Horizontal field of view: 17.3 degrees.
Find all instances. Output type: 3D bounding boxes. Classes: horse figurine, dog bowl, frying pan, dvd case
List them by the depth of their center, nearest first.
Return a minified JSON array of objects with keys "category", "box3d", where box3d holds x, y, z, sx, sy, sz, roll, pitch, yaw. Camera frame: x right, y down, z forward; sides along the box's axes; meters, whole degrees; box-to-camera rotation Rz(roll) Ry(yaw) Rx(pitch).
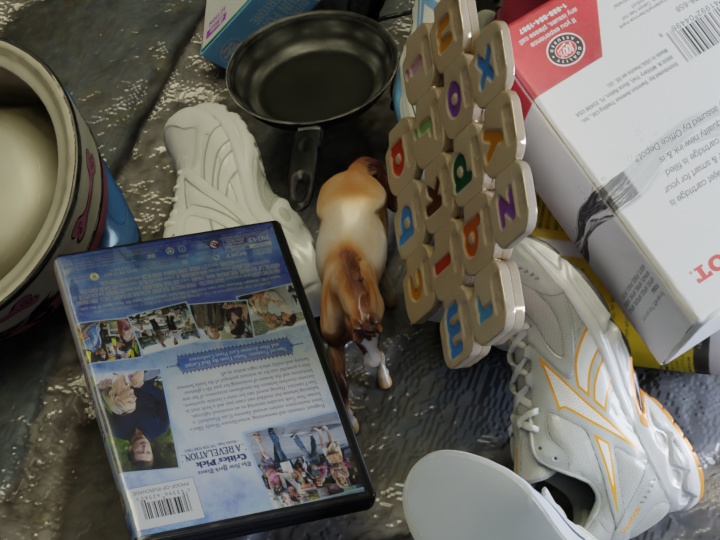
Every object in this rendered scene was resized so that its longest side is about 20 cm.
[{"category":"dvd case","box3d":[-0.086,0.064,1.370,0.142,0.018,0.201,-9,57,-18]},{"category":"horse figurine","box3d":[0.000,0.000,1.435,0.050,0.133,0.201,-2,48,8]},{"category":"dog bowl","box3d":[-0.249,-0.043,1.502,0.199,0.074,0.202,-8,69,22]},{"category":"frying pan","box3d":[-0.018,-0.105,1.517,0.114,0.031,0.190,-20,45,-9]}]

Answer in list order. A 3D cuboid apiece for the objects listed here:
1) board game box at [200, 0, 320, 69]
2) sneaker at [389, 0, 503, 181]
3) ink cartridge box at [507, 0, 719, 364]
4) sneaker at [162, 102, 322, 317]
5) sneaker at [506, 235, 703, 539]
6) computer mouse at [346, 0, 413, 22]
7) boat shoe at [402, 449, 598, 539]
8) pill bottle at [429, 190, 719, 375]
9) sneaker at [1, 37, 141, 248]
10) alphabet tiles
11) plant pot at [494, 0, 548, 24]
[{"category":"board game box","box3d":[-0.050,-0.255,1.662,0.040,0.153,0.201,26,44,-25]},{"category":"sneaker","box3d":[0.050,-0.142,1.548,0.072,0.072,0.202,-4,78,38]},{"category":"ink cartridge box","box3d":[0.178,-0.071,1.335,0.144,0.084,0.201,-31,76,-16]},{"category":"sneaker","box3d":[-0.098,-0.033,1.510,0.099,0.078,0.200,-23,45,-12]},{"category":"sneaker","box3d":[0.112,0.072,1.344,0.092,0.076,0.201,-35,96,-13]},{"category":"computer mouse","box3d":[0.080,-0.199,1.633,0.199,0.110,0.044,-12,54,-15]},{"category":"boat shoe","box3d":[0.113,0.172,1.310,0.201,0.086,0.075,32,87,17]},{"category":"pill bottle","box3d":[0.136,-0.002,1.434,0.199,0.113,0.113,7,50,12]},{"category":"sneaker","box3d":[-0.207,-0.077,1.568,0.066,0.079,0.200,-23,52,-16]},{"category":"alphabet tiles","box3d":[0.057,-0.051,1.332,0.014,0.196,0.201,-2,73,-20]},{"category":"plant pot","box3d":[0.188,-0.143,1.512,0.178,0.201,0.201,5,48,-10]}]
